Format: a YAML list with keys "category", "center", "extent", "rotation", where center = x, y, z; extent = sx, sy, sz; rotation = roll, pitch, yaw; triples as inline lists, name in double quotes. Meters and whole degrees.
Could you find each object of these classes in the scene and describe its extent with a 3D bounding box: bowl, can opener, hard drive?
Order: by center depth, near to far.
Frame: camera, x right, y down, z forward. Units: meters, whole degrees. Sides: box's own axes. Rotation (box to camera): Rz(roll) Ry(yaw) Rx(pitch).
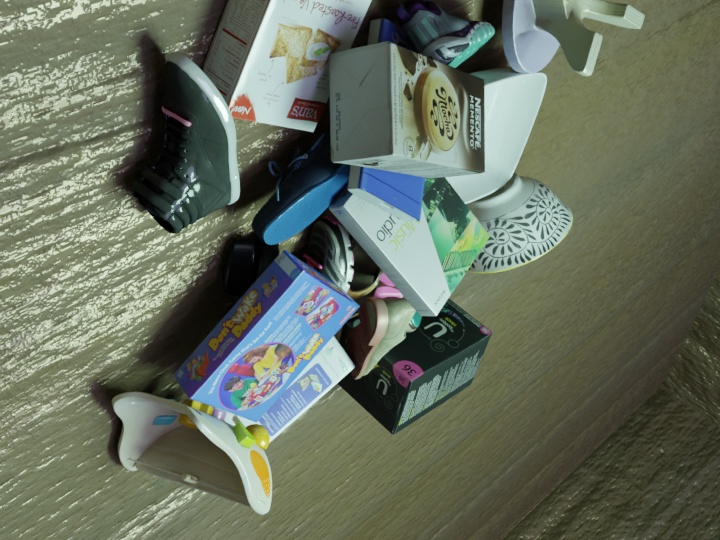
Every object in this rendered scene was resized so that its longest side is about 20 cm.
- category: "hard drive"
  center: [0.042, -0.171, 0.982]
  extent: [0.132, 0.025, 0.200]
  rotation: [22, 72, -54]
- category: "can opener"
  center: [-0.135, 0.043, 1.052]
  extent: [0.063, 0.079, 0.200]
  rotation: [-90, -171, -58]
- category: "bowl"
  center: [0.157, -0.195, 1.180]
  extent: [0.200, 0.075, 0.200]
  rotation: [-23, 139, -42]
- category: "bowl"
  center: [0.219, -0.093, 1.306]
  extent: [0.201, 0.201, 0.094]
  rotation: [-38, 119, -23]

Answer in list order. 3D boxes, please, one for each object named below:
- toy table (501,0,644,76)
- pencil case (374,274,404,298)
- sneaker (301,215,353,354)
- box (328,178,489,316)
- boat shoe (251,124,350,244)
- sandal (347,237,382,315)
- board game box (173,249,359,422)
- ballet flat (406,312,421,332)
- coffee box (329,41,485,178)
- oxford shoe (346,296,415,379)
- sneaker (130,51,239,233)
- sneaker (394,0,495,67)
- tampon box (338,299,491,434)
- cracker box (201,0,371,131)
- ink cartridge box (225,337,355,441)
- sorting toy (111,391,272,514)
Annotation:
- category: "toy table"
  center: [0.267, -0.349, 1.066]
  extent: [0.184, 0.117, 0.200]
  rotation: [-7, 110, -42]
- category: "pencil case"
  center: [0.039, -0.038, 1.175]
  extent: [0.094, 0.091, 0.200]
  rotation: [-24, 142, -31]
- category: "sneaker"
  center: [-0.071, 0.025, 1.099]
  extent: [0.087, 0.074, 0.200]
  rotation: [-3, 119, -39]
- category: "box"
  center: [0.067, -0.060, 1.057]
  extent: [0.200, 0.036, 0.144]
  rotation: [49, 63, -26]
- category: "boat shoe"
  center: [-0.059, -0.110, 0.983]
  extent: [0.200, 0.069, 0.084]
  rotation: [-44, 163, -24]
- category: "sandal"
  center: [0.000, 0.000, 1.129]
  extent: [0.200, 0.080, 0.054]
  rotation: [-53, -168, 43]
- category: "board game box"
  center: [-0.110, 0.084, 1.018]
  extent: [0.200, 0.045, 0.134]
  rotation: [-48, 144, 4]
- category: "ballet flat"
  center: [0.072, 0.040, 1.312]
  extent: [0.067, 0.068, 0.200]
  rotation: [-20, -168, 25]
- category: "coffee box"
  center: [0.056, -0.166, 0.908]
  extent: [0.200, 0.080, 0.113]
  rotation: [-2, 90, -55]
- category: "oxford shoe"
  center: [0.028, 0.101, 1.205]
  extent: [0.074, 0.071, 0.200]
  rotation: [-6, 154, -19]
- category: "sneaker"
  center: [-0.176, -0.110, 0.809]
  extent: [0.099, 0.071, 0.200]
  rotation: [-43, 154, -26]
- category: "sneaker"
  center: [0.103, -0.295, 1.009]
  extent: [0.074, 0.088, 0.200]
  rotation: [-37, -178, 25]
- category: "tampon box"
  center: [0.082, 0.138, 1.357]
  extent: [0.200, 0.150, 0.126]
  rotation: [-24, 141, -40]
- category: "cracker box"
  center: [-0.067, -0.244, 0.832]
  extent: [0.134, 0.058, 0.200]
  rotation: [-2, 125, -53]
- category: "ink cartridge box"
  center: [-0.111, 0.159, 1.173]
  extent: [0.200, 0.039, 0.099]
  rotation: [-39, 105, -22]
- category: "sorting toy"
  center: [-0.208, 0.196, 1.006]
  extent: [0.180, 0.200, 0.107]
  rotation: [66, 41, -58]
